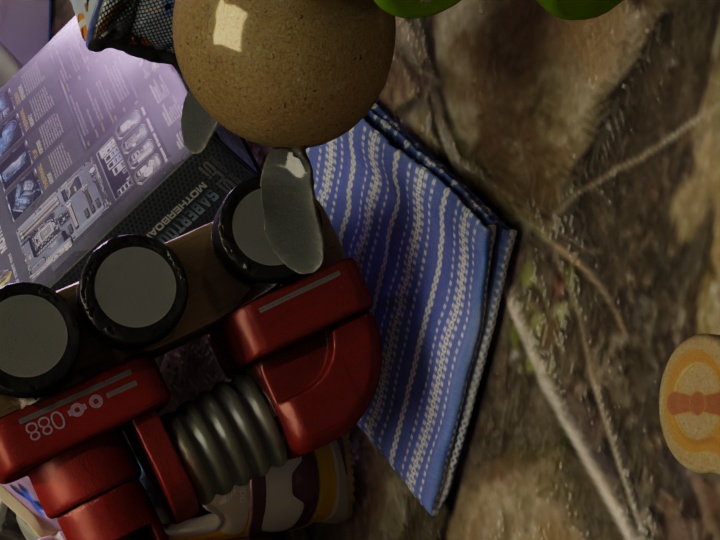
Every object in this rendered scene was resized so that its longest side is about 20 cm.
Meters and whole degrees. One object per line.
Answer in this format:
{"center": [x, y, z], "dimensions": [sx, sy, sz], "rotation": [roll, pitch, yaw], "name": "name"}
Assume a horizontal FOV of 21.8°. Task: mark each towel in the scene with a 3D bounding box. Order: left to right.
{"center": [0.000, 0.000, 0.871], "dimensions": [0.200, 0.024, 0.145], "rotation": [46, 131, 51], "name": "towel"}

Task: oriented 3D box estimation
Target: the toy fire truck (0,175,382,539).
{"center": [-0.060, 0.079, 0.802], "dimensions": [0.201, 0.176, 0.129], "rotation": [65, 164, 4], "name": "toy fire truck"}

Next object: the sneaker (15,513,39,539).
{"center": [-0.158, 0.201, 1.021], "dimensions": [0.075, 0.087, 0.200], "rotation": [43, 158, 45], "name": "sneaker"}

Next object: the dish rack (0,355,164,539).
{"center": [-0.175, 0.101, 1.057], "dimensions": [0.043, 0.172, 0.200], "rotation": [29, 128, 10], "name": "dish rack"}

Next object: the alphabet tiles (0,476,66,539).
{"center": [-0.101, 0.159, 0.901], "dimensions": [0.015, 0.195, 0.200], "rotation": [-50, -6, 0], "name": "alphabet tiles"}

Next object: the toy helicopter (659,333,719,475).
{"center": [0.149, 0.073, 0.556], "dimensions": [0.200, 0.079, 0.133], "rotation": [52, 134, 52], "name": "toy helicopter"}

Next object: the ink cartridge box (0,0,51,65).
{"center": [-0.283, -0.176, 1.326], "dimensions": [0.200, 0.067, 0.116], "rotation": [20, 109, 59], "name": "ink cartridge box"}

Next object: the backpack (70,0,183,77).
{"center": [-0.095, -0.211, 0.907], "dimensions": [0.191, 0.154, 0.200], "rotation": [-60, 34, 21], "name": "backpack"}

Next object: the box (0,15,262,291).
{"center": [-0.144, -0.055, 1.000], "dimensions": [0.158, 0.051, 0.200], "rotation": [-42, 37, 9], "name": "box"}

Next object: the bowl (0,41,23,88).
{"center": [-0.281, -0.068, 1.208], "dimensions": [0.201, 0.090, 0.202], "rotation": [28, 139, 27], "name": "bowl"}

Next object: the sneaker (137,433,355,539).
{"center": [-0.084, 0.101, 0.958], "dimensions": [0.200, 0.090, 0.075], "rotation": [-17, 76, 60], "name": "sneaker"}

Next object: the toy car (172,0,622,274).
{"center": [-0.010, -0.103, 0.735], "dimensions": [0.164, 0.157, 0.200], "rotation": [50, 130, 35], "name": "toy car"}
